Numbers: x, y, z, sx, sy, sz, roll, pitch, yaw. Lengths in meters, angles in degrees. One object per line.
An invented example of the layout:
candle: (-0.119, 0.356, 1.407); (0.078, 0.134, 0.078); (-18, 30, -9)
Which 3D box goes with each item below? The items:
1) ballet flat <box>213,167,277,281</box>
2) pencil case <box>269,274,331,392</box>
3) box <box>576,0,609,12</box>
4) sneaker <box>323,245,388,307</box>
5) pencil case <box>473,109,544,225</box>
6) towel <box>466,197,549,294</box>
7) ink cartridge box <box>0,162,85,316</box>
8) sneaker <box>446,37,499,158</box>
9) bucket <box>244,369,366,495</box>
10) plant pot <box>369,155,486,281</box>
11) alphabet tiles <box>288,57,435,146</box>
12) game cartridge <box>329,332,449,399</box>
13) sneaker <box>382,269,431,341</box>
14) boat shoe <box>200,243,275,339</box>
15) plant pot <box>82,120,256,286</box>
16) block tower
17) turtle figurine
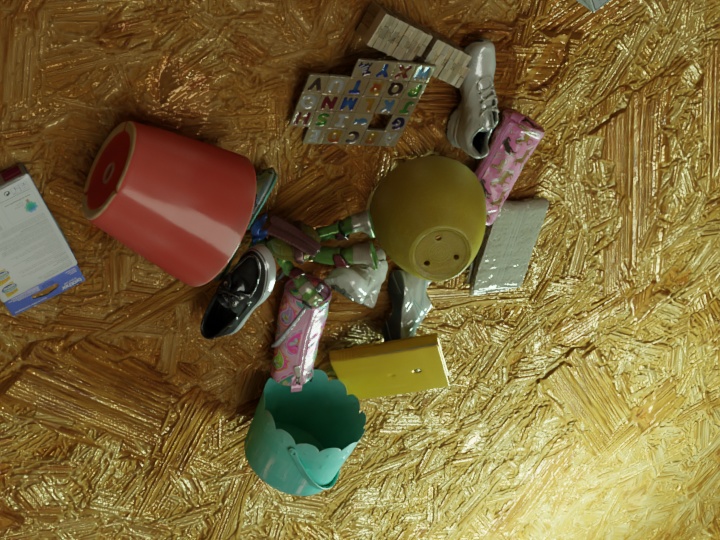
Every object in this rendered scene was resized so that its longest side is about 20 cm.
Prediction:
ballet flat: (-0.196, -0.076, 1.550); (0.074, 0.074, 0.201); (15, 111, -41)
pencil case: (-0.103, 0.107, 1.744); (0.086, 0.088, 0.202); (-8, 129, -30)
box: (0.410, -0.516, 1.608); (0.199, 0.060, 0.117); (-38, 137, -2)
sneaker: (0.000, 0.000, 1.716); (0.100, 0.077, 0.200); (-60, 170, 1)
pencil case: (0.235, -0.176, 1.754); (0.082, 0.087, 0.201); (27, 111, -5)
towel: (0.272, -0.047, 1.921); (0.131, 0.035, 0.202); (-7, 127, -32)
ink cartridge box: (-0.468, -0.038, 1.405); (0.118, 0.042, 0.201); (-29, 133, -12)
sneaker: (0.193, -0.272, 1.640); (0.074, 0.087, 0.202); (-16, 131, -21)
bucket: (-0.102, 0.286, 1.819); (0.205, 0.208, 0.136); (2, 129, -36)
plant pot: (0.120, -0.063, 1.671); (0.197, 0.143, 0.202); (-3, 123, -5)
alphabet tiles: (-0.003, -0.249, 1.538); (0.198, 0.008, 0.168); (-2, 142, -28)
game cartridge: (0.056, 0.178, 1.882); (0.197, 0.033, 0.177); (-8, 148, 8)
sneaker: (0.091, 0.082, 1.874); (0.079, 0.070, 0.202); (-15, 131, -28)
boat shoe: (-0.194, 0.039, 1.569); (0.066, 0.070, 0.200); (-28, 164, -45)
plant pot: (-0.267, -0.101, 1.397); (0.176, 0.201, 0.201); (24, 110, -33)
block tower: (0.081, -0.336, 1.532); (0.199, 0.058, 0.054); (14, 116, -43)
turtle figurine: (-0.067, -0.014, 1.611); (0.191, 0.144, 0.203); (-10, 109, 8)
